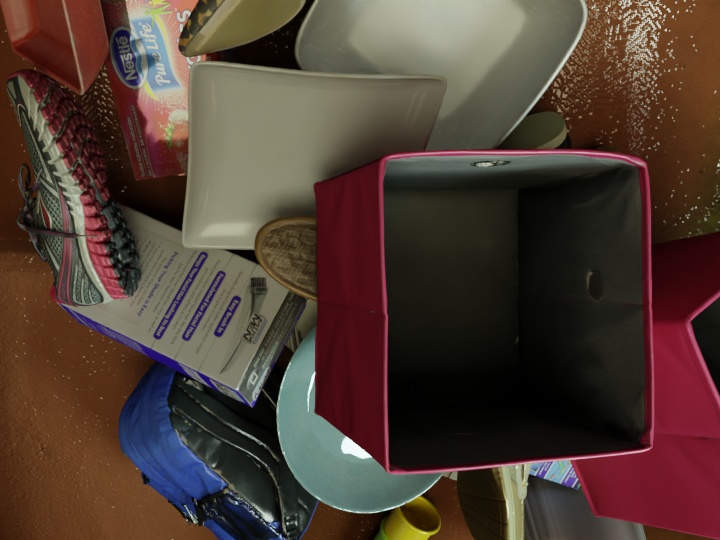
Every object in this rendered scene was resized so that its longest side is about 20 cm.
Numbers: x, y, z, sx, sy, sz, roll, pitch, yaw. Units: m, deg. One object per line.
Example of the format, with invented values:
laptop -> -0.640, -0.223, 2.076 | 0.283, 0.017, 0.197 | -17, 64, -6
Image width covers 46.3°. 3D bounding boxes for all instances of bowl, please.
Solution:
bowl -> 0.065, -0.203, 0.716 | 0.199, 0.075, 0.201 | 36, 108, -11

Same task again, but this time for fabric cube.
fabric cube -> 0.078, 0.023, 0.626 | 0.193, 0.199, 0.204 | -1, 91, -15
fabric cube -> 0.295, 0.092, 0.729 | 0.195, 0.199, 0.203 | -29, 97, -29

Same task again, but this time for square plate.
square plate -> -0.046, -0.091, 0.695 | 0.194, 0.029, 0.201 | 0, 140, -14

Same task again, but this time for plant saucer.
plant saucer -> 0.012, 0.123, 0.790 | 0.198, 0.039, 0.205 | -3, 97, -21
plant saucer -> -0.249, -0.255, 0.644 | 0.036, 0.199, 0.203 | -22, 123, -28

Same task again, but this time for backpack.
backpack -> -0.145, 0.172, 0.847 | 0.166, 0.164, 0.200 | -27, 116, 33

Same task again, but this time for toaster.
toaster -> 0.228, 0.310, 0.936 | 0.196, 0.130, 0.115 | 13, 114, -7

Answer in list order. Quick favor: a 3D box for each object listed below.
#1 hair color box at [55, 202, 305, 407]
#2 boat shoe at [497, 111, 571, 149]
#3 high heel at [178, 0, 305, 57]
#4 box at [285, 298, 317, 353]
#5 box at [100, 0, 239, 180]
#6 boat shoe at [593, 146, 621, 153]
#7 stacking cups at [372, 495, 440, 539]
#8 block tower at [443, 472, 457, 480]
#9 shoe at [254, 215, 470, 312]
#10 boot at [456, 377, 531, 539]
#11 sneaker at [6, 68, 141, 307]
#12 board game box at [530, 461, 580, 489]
hair color box -> -0.162, 0.029, 0.766 | 0.197, 0.110, 0.065 | 23, 161, 17
boat shoe -> 0.099, -0.082, 0.780 | 0.198, 0.074, 0.064 | -17, 130, 14
high heel -> -0.094, -0.262, 0.653 | 0.200, 0.072, 0.143 | -43, 70, -7
box -> 0.000, 0.088, 0.855 | 0.068, 0.082, 0.200 | -38, 109, 16
box -> -0.160, -0.190, 0.709 | 0.094, 0.100, 0.203 | -8, 116, 3
boat shoe -> 0.178, -0.037, 0.808 | 0.199, 0.071, 0.069 | -38, 112, 24
stacking cups -> 0.025, 0.352, 0.996 | 0.060, 0.061, 0.202 | 22, 117, -11
block tower -> 0.117, 0.130, 0.890 | 0.053, 0.058, 0.202 | 17, 115, -8
shoe -> 0.000, 0.000, 0.735 | 0.197, 0.053, 0.071 | 14, 88, -17
boot -> 0.165, 0.166, 0.817 | 0.153, 0.072, 0.204 | -16, 104, -34
sneaker -> -0.249, -0.063, 0.693 | 0.073, 0.081, 0.203 | -12, 106, 6
board game box -> 0.216, 0.132, 0.903 | 0.133, 0.035, 0.202 | 19, 113, -10
